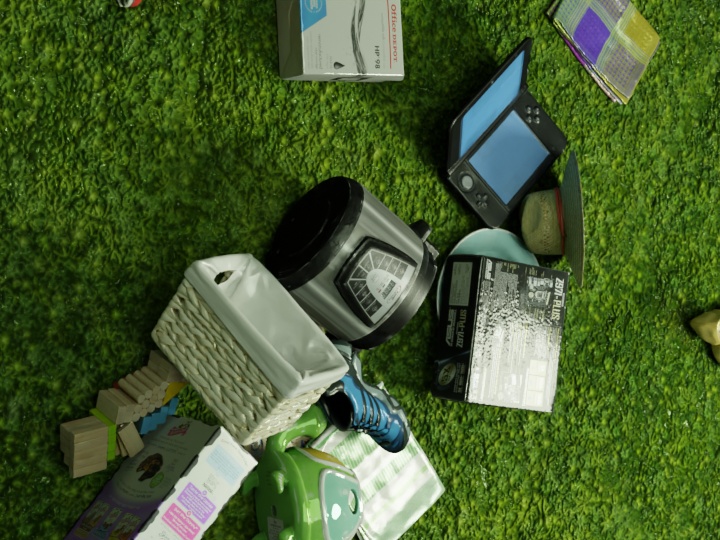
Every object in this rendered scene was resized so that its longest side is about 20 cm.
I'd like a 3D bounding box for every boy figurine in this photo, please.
[{"bbox_3d":[0.621,0.104,2.116,0.198,0.064,0.126,24,80,-33],"label":"boy figurine"}]

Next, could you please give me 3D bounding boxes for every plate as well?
[{"bbox_3d":[0.184,0.040,1.859,0.198,0.025,0.204,-1,92,-33],"label":"plate"}]

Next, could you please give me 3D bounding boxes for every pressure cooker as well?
[{"bbox_3d":[0.000,-0.002,1.655,0.200,0.175,0.180,40,44,-27],"label":"pressure cooker"}]

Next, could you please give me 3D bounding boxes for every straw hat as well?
[{"bbox_3d":[0.273,-0.069,1.865,0.084,0.201,0.205,-3,93,5],"label":"straw hat"}]

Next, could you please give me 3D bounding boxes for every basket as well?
[{"bbox_3d":[-0.135,0.094,1.533,0.200,0.124,0.135,47,22,16],"label":"basket"}]

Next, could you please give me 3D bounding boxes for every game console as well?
[{"bbox_3d":[0.210,-0.190,1.816,0.176,0.116,0.200,47,67,-11],"label":"game console"}]

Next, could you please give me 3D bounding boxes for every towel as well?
[{"bbox_3d":[0.379,-0.371,1.981,0.200,0.023,0.144,45,69,-25],"label":"towel"},{"bbox_3d":[0.024,0.271,1.756,0.152,0.023,0.202,-41,112,-27],"label":"towel"}]

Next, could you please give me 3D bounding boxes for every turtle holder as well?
[{"bbox_3d":[-0.073,0.282,1.640,0.130,0.141,0.188,-4,59,-28],"label":"turtle holder"}]

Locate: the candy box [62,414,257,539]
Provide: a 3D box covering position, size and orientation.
[{"bbox_3d":[-0.236,0.271,1.509,0.072,0.167,0.201,47,68,-24],"label":"candy box"}]

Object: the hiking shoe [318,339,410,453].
[{"bbox_3d":[-0.008,0.182,1.658,0.200,0.074,0.087,50,43,-30],"label":"hiking shoe"}]

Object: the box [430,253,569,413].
[{"bbox_3d":[0.196,0.088,1.801,0.162,0.086,0.204,9,86,-32],"label":"box"}]

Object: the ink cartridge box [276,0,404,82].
[{"bbox_3d":[-0.009,-0.312,1.708,0.197,0.066,0.118,-5,92,-32],"label":"ink cartridge box"}]

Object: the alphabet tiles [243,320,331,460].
[{"bbox_3d":[-0.099,0.156,1.691,0.165,0.006,0.203,-26,104,-29],"label":"alphabet tiles"}]

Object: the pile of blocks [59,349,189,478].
[{"bbox_3d":[-0.282,0.167,1.549,0.199,0.062,0.083,-36,133,-26],"label":"pile of blocks"}]

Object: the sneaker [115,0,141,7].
[{"bbox_3d":[-0.257,-0.415,1.548,0.084,0.076,0.204,6,88,-37],"label":"sneaker"}]
